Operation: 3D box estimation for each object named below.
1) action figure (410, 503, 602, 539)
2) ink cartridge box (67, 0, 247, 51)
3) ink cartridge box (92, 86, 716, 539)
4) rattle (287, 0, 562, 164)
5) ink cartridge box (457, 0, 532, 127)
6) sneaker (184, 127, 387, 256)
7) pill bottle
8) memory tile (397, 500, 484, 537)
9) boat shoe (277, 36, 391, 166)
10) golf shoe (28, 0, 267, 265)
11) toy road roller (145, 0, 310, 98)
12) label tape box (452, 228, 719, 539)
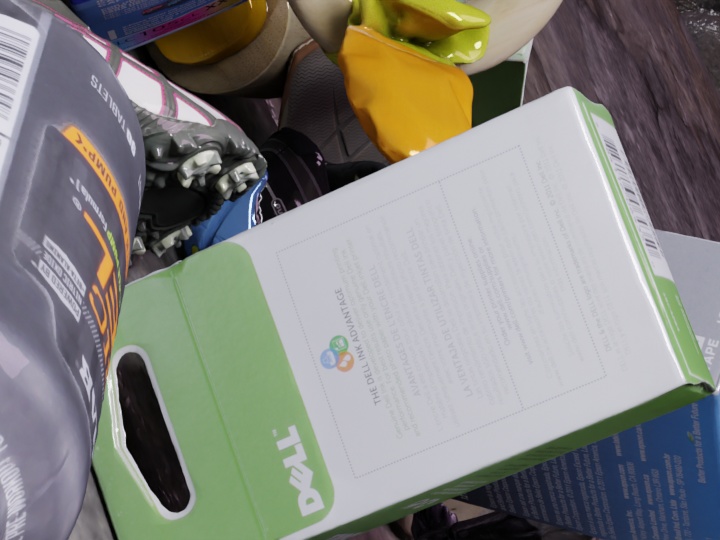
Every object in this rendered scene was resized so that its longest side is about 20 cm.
[{"bbox_3d":[0.059,0.153,0.989,0.200,0.101,0.120,-49,129,-73],"label":"action figure"},{"bbox_3d":[-0.096,-0.163,0.877,0.200,0.076,0.137,139,-74,-85],"label":"ink cartridge box"},{"bbox_3d":[0.006,0.028,0.811,0.105,0.199,0.059,69,15,11],"label":"ink cartridge box"},{"bbox_3d":[0.060,-0.144,0.903,0.130,0.200,0.143,52,6,-11],"label":"rattle"},{"bbox_3d":[0.037,-0.120,1.071,0.146,0.048,0.201,-118,-145,-59],"label":"ink cartridge box"},{"bbox_3d":[0.000,0.000,1.031,0.071,0.083,0.200,35,-3,32],"label":"sneaker"},{"bbox_3d":[-0.114,0.018,0.601,0.107,0.106,0.201,58,18,-28],"label":"pill bottle"},{"bbox_3d":[0.047,0.038,1.028,0.017,0.153,0.200,57,5,36],"label":"memory tile"},{"bbox_3d":[-0.003,-0.041,1.105,0.201,0.075,0.072,77,-8,-51],"label":"boat shoe"},{"bbox_3d":[-0.096,-0.058,0.838,0.088,0.077,0.200,61,12,18],"label":"golf shoe"},{"bbox_3d":[-0.044,-0.187,1.058,0.201,0.145,0.123,67,16,4],"label":"toy road roller"},{"bbox_3d":[0.052,0.034,0.909,0.144,0.199,0.066,72,38,-56],"label":"label tape box"}]
